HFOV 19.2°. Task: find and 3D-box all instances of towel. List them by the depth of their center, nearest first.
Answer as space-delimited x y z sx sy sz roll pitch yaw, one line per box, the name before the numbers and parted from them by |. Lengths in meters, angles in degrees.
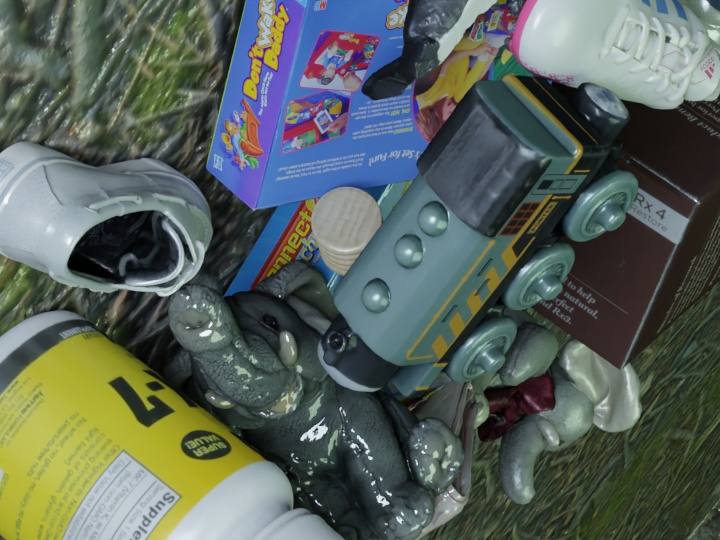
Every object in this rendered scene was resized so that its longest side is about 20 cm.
towel | -0.010 0.156 1.305 0.200 0.032 0.191 -38 -172 17

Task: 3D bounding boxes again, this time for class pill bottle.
pill bottle | -0.107 0.118 1.061 0.114 0.200 0.114 -46 159 -23

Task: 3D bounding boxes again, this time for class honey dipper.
honey dipper | 0.000 0.000 1.187 0.038 0.038 0.200 -51 167 -9

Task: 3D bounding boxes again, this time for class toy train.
toy train | 0.055 -0.015 1.080 0.114 0.085 0.200 -2 136 -52

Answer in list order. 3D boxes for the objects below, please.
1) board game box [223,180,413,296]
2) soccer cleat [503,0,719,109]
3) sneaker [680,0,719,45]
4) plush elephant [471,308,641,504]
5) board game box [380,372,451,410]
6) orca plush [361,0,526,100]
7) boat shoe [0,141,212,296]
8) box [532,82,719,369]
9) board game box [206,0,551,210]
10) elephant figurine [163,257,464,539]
board game box | 0.020 -0.039 1.314 0.196 0.056 0.200 -59 160 11
soccer cleat | 0.144 -0.122 1.113 0.070 0.086 0.200 -65 160 14
sneaker | 0.221 -0.192 1.434 0.146 0.081 0.200 -53 -170 2
plush elephant | 0.104 0.091 1.540 0.165 0.155 0.200 -22 -153 48
board game box | -0.034 0.108 1.364 0.200 0.034 0.134 -18 161 -50
orca plush | 0.051 -0.166 1.050 0.200 0.071 0.105 -56 162 -19
boat shoe | -0.112 -0.017 1.024 0.072 0.069 0.200 -55 160 2
box | 0.193 -0.075 1.488 0.200 0.166 0.164 -37 155 -41
board game box | 0.023 -0.113 1.118 0.200 0.045 0.134 -12 131 -40
elephant figurine | -0.043 0.061 1.163 0.155 0.200 0.142 -13 -152 50
